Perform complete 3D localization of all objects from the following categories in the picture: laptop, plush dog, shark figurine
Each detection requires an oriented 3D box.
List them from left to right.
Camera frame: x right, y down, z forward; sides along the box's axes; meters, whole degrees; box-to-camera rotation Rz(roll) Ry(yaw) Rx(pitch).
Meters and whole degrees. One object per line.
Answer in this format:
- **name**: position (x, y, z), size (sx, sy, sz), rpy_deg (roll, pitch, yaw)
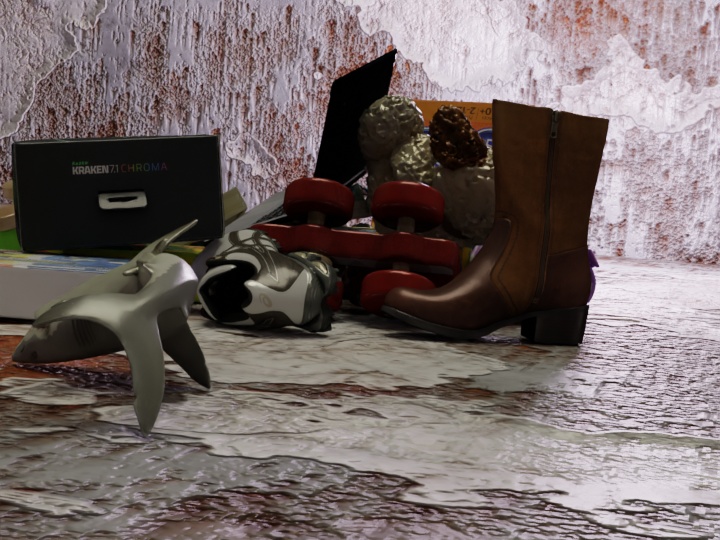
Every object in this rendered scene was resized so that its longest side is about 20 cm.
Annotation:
- **shark figurine**: position (-0.108, 0.032, 0.671), size (0.128, 0.090, 0.214), rpy_deg (-33, 10, -20)
- **laptop**: position (-0.059, -0.127, 1.283), size (0.199, 0.116, 0.187), rpy_deg (-16, 12, 25)
- **plush dog**: position (0.093, -0.072, 1.216), size (0.200, 0.161, 0.171), rpy_deg (36, -28, -28)

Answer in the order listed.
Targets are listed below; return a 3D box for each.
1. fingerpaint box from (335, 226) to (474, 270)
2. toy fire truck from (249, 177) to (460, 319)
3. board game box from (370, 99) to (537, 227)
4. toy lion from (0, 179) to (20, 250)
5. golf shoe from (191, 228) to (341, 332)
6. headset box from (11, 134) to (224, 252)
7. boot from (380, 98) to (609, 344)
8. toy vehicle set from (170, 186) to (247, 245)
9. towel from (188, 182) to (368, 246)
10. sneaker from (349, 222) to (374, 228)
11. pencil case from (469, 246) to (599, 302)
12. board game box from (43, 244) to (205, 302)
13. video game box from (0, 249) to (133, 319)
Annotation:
- **fingerpaint box**: position (0.025, -0.010, 1.413), size (0.199, 0.074, 0.167), rpy_deg (4, 4, 10)
- **toy fire truck**: position (0.000, 0.000, 1.169), size (0.199, 0.113, 0.168), rpy_deg (4, -23, 8)
- **board game box**: position (0.156, -0.098, 1.658), size (0.199, 0.201, 0.200), rpy_deg (6, -9, 29)
- **toy lion**: position (-0.296, -0.058, 1.339), size (0.191, 0.069, 0.200), rpy_deg (-9, 19, -2)
- **golf shoe**: position (-0.105, 0.004, 1.039), size (0.094, 0.078, 0.200), rpy_deg (1, 4, -36)
- **headset box**: position (-0.221, -0.073, 1.122), size (0.173, 0.093, 0.200), rpy_deg (-4, 6, -17)
- **boot**: position (0.114, -0.043, 1.049), size (0.187, 0.201, 0.068), rpy_deg (4, 4, -8)
- **toy vehicle set**: position (-0.191, -0.044, 1.423), size (0.124, 0.027, 0.200), rpy_deg (-31, 3, -8)
- **towel**: position (-0.083, -0.056, 1.396), size (0.199, 0.022, 0.147), rpy_deg (-18, -1, 7)
- **sneaker**: position (-0.012, -0.009, 1.606), size (0.088, 0.077, 0.200), rpy_deg (37, -12, -24)
- **pencil case**: position (0.175, 0.003, 1.293), size (0.085, 0.084, 0.200), rpy_deg (-28, 12, -5)
- **board game box**: position (-0.199, 0.001, 1.198), size (0.199, 0.048, 0.101), rpy_deg (2, 4, -28)
- **video game box**: position (-0.249, 0.011, 1.018), size (0.199, 0.047, 0.182), rpy_deg (4, 1, -6)
